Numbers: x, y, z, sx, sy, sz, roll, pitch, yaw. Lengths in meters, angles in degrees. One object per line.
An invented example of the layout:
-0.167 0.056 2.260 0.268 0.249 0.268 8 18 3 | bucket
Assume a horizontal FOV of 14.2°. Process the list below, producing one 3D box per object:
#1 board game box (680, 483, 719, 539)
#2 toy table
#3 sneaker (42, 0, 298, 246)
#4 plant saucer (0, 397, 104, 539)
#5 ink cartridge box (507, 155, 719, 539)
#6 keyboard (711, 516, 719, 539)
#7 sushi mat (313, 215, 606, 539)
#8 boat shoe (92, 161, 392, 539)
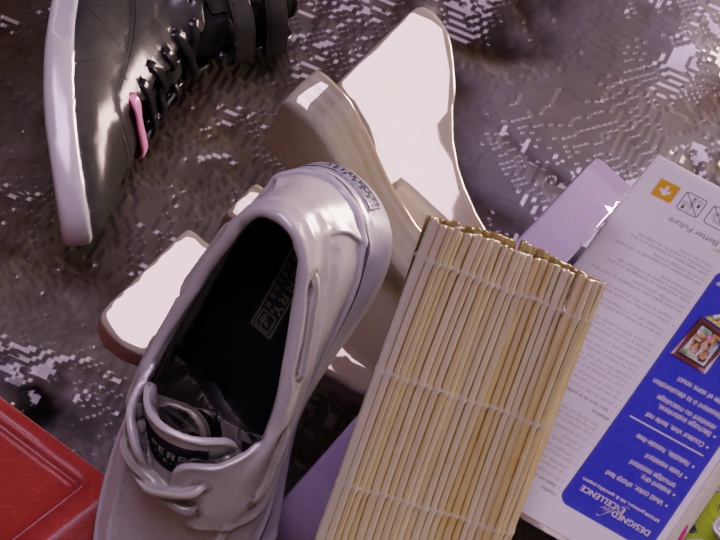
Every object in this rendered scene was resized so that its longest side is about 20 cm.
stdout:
0.194 0.082 1.157 0.199 0.032 0.121 1 60 -6 | board game box
0.000 0.000 1.108 0.117 0.184 0.200 43 59 3 | toy table
-0.078 -0.094 1.211 0.099 0.071 0.201 4 52 1 | sneaker
-0.200 0.082 1.064 0.199 0.037 0.200 35 39 15 | plant saucer
0.106 0.049 1.130 0.094 0.037 0.200 29 58 18 | ink cartridge box
0.223 0.064 1.151 0.056 0.011 0.200 41 61 20 | keyboard
0.025 0.084 1.036 0.095 0.201 0.012 17 4 -40 | sushi mat
-0.053 0.054 1.020 0.072 0.200 0.066 38 26 16 | boat shoe
